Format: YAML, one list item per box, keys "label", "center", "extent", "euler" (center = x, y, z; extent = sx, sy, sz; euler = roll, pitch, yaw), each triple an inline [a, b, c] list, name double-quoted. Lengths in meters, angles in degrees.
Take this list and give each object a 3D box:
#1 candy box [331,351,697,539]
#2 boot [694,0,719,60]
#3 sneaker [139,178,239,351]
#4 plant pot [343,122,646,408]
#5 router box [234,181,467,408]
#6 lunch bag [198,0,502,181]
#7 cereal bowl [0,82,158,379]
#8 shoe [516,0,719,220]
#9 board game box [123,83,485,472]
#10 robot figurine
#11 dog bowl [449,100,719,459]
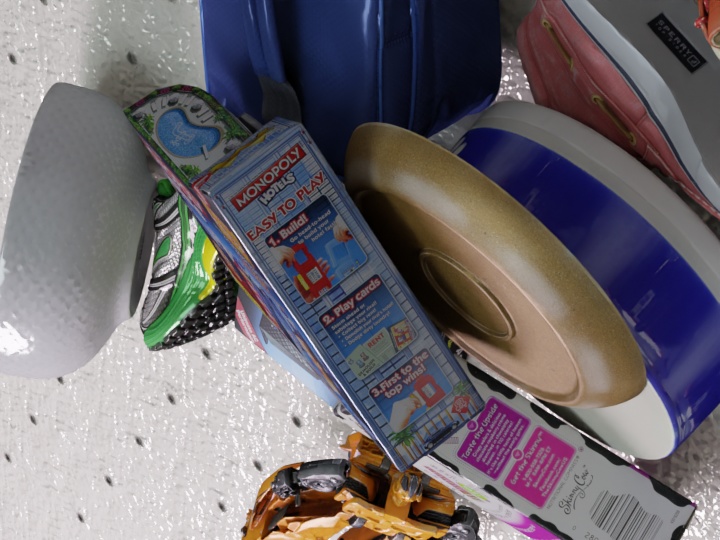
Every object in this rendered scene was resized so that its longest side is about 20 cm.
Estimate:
- label: "candy box"
  center: [0.085, 0.108, 1.481]
  extent: [0.200, 0.061, 0.136]
  euler: [31, 173, -2]
- label: "boot"
  center: [0.182, -0.155, 1.200]
  extent: [0.200, 0.107, 0.075]
  euler: [49, 148, 14]
- label: "sneaker"
  center: [-0.105, -0.017, 1.721]
  extent: [0.085, 0.078, 0.200]
  euler: [54, 141, 20]
- label: "plant pot"
  center: [0.061, 0.005, 1.317]
  extent: [0.200, 0.027, 0.200]
  euler: [40, 164, 14]
- label: "router box"
  center: [0.000, 0.000, 1.598]
  extent: [0.150, 0.062, 0.200]
  euler: [37, 142, 24]
- label: "lunch bag"
  center: [-0.010, -0.156, 1.392]
  extent: [0.135, 0.132, 0.201]
  euler: [18, 126, 32]
- label: "cereal bowl"
  center: [-0.185, -0.022, 1.729]
  extent: [0.083, 0.201, 0.201]
  euler: [11, 136, 2]
- label: "shoe"
  center: [0.160, -0.079, 1.330]
  extent: [0.200, 0.071, 0.091]
  euler: [52, 151, 11]
- label: "board game box"
  center: [-0.040, -0.022, 1.349]
  extent: [0.200, 0.062, 0.200]
  euler: [47, 171, 44]
- label: "robot figurine"
  center: [-0.003, 0.161, 1.702]
  extent: [0.145, 0.058, 0.200]
  euler: [22, 152, -15]
- label: "dog bowl"
  center: [0.117, 0.007, 1.381]
  extent: [0.200, 0.079, 0.200]
  euler: [40, 165, 13]
